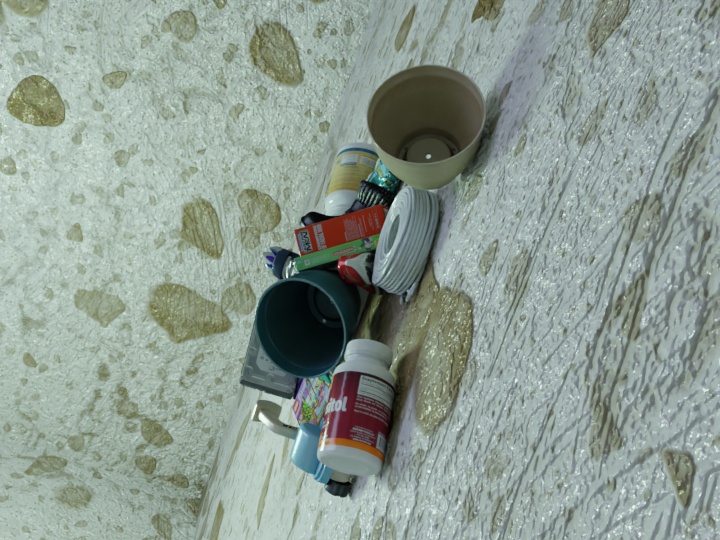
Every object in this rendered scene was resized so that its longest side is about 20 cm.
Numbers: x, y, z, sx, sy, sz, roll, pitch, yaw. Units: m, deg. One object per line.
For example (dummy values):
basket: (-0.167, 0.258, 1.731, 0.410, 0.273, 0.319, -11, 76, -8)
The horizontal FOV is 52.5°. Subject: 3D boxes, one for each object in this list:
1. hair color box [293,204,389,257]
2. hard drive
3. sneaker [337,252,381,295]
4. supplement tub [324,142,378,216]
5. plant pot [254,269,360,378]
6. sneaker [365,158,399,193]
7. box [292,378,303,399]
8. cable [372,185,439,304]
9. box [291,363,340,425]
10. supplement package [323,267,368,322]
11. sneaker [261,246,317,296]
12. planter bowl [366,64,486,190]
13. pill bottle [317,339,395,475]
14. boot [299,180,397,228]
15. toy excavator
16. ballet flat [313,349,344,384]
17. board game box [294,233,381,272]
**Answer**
hair color box: (-0.032, -0.083, 1.559, 0.111, 0.195, 0.066, -10, -96, -80)
hard drive: (-0.211, 0.203, 1.793, 0.038, 0.136, 0.204, 122, 162, -52)
sneaker: (0.000, 0.000, 1.492, 0.200, 0.082, 0.079, 48, -134, -72)
supplement tub: (-0.009, -0.194, 1.796, 0.145, 0.141, 0.205, 132, 154, -61)
plant pot: (-0.088, 0.086, 1.490, 0.204, 0.197, 0.188, -66, -11, 24)
sneaker: (0.061, -0.215, 1.688, 0.205, 0.076, 0.079, -71, 21, 3)
box: (-0.101, 0.207, 1.796, 0.203, 0.077, 0.143, -85, 21, -49)
cable: (0.081, -0.057, 1.363, 0.200, 0.067, 0.205, -112, 41, -72)
box: (-0.087, 0.273, 1.619, 0.204, 0.038, 0.138, -67, 31, 23)
supplement package: (-0.048, 0.059, 1.685, 0.114, 0.107, 0.205, -126, 55, -76)
sneaker: (-0.162, 0.002, 1.673, 0.200, 0.143, 0.083, -121, 51, -77)
planter bowl: (0.114, -0.224, 1.237, 0.136, 0.194, 0.205, 73, -153, -62)
pill bottle: (-0.002, 0.226, 1.220, 0.113, 0.110, 0.205, 129, 157, -58)
boot: (-0.025, -0.133, 1.655, 0.080, 0.206, 0.161, -70, -1, -67)
toy excavator: (-0.105, 0.311, 1.360, 0.195, 0.195, 0.102, -126, 57, -75)
ballet flat: (-0.041, 0.213, 1.481, 0.199, 0.068, 0.071, 35, 107, 52)
board game box: (-0.036, -0.032, 1.530, 0.135, 0.194, 0.030, 70, -176, -86)
